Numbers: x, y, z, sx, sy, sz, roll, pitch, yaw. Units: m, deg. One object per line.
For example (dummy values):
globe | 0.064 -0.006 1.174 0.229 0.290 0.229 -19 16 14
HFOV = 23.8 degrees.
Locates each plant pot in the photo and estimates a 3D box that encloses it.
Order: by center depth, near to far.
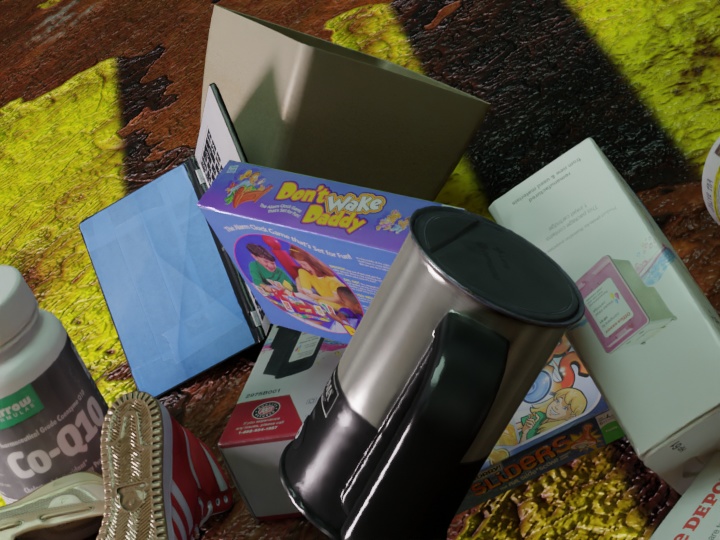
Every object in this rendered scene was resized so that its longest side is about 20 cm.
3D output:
plant pot | -0.038 -0.113 1.538 0.200 0.200 0.177 33 106 57

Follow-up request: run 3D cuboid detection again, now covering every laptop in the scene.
laptop | -0.155 -0.020 1.460 0.116 0.200 0.188 -16 69 -19

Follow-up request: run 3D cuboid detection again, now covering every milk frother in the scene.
milk frother | 0.082 0.098 1.022 0.188 0.200 0.181 -62 23 25

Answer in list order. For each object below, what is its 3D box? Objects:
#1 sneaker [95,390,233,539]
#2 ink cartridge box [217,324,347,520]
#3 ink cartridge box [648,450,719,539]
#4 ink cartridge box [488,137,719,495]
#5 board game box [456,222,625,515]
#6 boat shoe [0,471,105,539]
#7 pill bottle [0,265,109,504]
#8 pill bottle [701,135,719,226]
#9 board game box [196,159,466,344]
sneaker | -0.148 0.201 1.277 0.071 0.112 0.201 -9 62 21
ink cartridge box | -0.006 0.090 1.320 0.145 0.083 0.200 -11 32 23
ink cartridge box | 0.257 0.192 0.958 0.200 0.084 0.144 7 42 45
ink cartridge box | 0.182 0.035 1.096 0.085 0.145 0.200 -33 62 12
board game box | 0.087 0.061 1.191 0.135 0.034 0.200 -26 45 2
boat shoe | -0.276 0.224 1.319 0.200 0.072 0.065 -25 27 -12
pill bottle | -0.271 0.103 1.375 0.113 0.200 0.113 -19 29 11
pill bottle | 0.339 -0.039 1.250 0.109 0.109 0.200 -26 29 -4
board game box | 0.000 0.000 1.168 0.200 0.135 0.045 14 58 35
